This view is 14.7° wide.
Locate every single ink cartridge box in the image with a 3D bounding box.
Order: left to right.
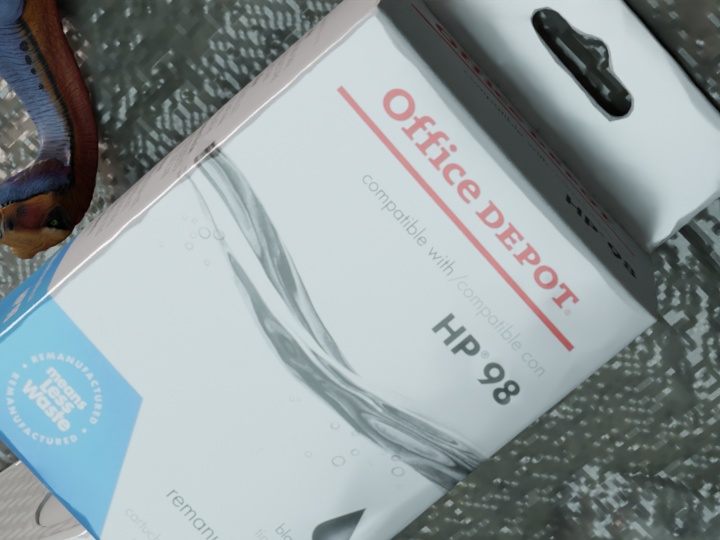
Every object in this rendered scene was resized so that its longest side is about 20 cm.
[{"bbox_3d":[0.000,0.000,0.765,0.200,0.067,0.116,-41,98,14],"label":"ink cartridge box"}]

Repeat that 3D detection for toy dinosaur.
[{"bbox_3d":[-0.112,-0.095,0.784,0.200,0.105,0.181,-37,121,20],"label":"toy dinosaur"}]

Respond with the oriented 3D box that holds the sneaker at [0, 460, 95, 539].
[{"bbox_3d":[-0.090,0.125,0.901,0.200,0.074,0.118,-28,110,29],"label":"sneaker"}]
